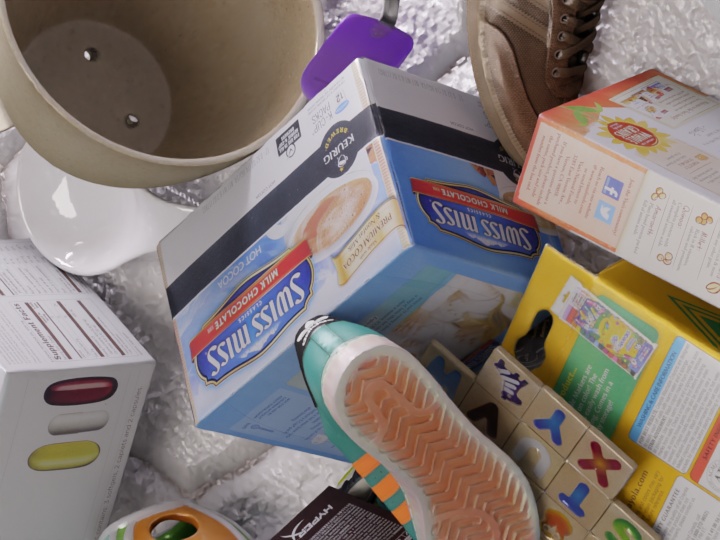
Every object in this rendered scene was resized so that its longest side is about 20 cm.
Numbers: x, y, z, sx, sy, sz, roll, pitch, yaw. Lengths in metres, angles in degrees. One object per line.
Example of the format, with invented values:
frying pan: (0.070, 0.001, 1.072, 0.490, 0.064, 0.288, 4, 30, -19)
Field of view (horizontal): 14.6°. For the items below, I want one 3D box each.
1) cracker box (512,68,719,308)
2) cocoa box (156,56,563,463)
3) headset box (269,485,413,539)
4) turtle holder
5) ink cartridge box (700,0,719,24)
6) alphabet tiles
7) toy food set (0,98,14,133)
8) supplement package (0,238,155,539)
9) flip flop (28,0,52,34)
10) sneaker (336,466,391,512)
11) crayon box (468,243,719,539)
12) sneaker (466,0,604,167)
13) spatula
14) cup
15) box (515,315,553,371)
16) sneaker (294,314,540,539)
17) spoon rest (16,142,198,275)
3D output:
cracker box: (0.200, -0.031, 1.485, 0.199, 0.134, 0.058, 28, 117, 25)
cocoa box: (0.000, 0.000, 1.602, 0.200, 0.133, 0.132, -40, 50, 35)
headset box: (0.044, 0.233, 1.626, 0.199, 0.077, 0.150, 20, 131, 29)
turtle holder: (-0.110, 0.223, 1.776, 0.140, 0.186, 0.132, -24, 73, 2)
ink cartridge box: (0.237, -0.160, 1.418, 0.200, 0.146, 0.083, 53, 126, 11)
alphabet tiles: (0.079, 0.129, 1.575, 0.166, 0.006, 0.200, 41, 141, 10)
toy food set: (-0.290, -0.137, 1.834, 0.200, 0.060, 0.144, -24, 91, 44)
supplement package: (-0.235, 0.105, 1.795, 0.156, 0.110, 0.201, 44, 126, 43)
flip flop: (-0.227, -0.240, 1.736, 0.081, 0.057, 0.201, -6, 79, 34)
sneaker: (0.028, 0.140, 1.698, 0.079, 0.078, 0.200, 36, 127, -3)
crayon box: (0.169, 0.081, 1.527, 0.200, 0.052, 0.126, 33, 119, 19)
sneaker: (0.103, -0.155, 1.554, 0.075, 0.070, 0.201, -4, 102, 33)
spatula: (0.027, -0.178, 1.600, 0.021, 0.056, 0.201, 42, 109, 50)
cup: (-0.140, -0.129, 1.666, 0.201, 0.200, 0.143, 59, 149, 6)
box: (0.147, 0.126, 1.616, 0.157, 0.050, 0.201, 21, 114, 28)
sneaker: (0.031, 0.096, 1.535, 0.200, 0.071, 0.080, 56, 172, -34)
spoon rest: (-0.139, -0.040, 1.752, 0.199, 0.061, 0.100, 7, 107, 31)
